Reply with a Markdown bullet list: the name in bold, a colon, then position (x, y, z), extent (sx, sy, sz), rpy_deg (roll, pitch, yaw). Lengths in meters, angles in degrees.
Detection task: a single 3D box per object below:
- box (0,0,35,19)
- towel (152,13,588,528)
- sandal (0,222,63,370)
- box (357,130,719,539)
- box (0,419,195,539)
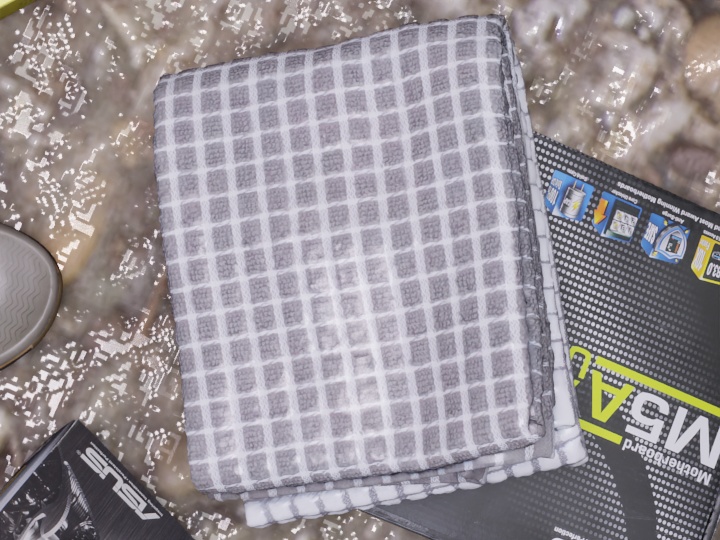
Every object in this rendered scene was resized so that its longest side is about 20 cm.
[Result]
- **box**: position (-0.181, -0.142, 0.782), extent (0.199, 0.050, 0.076), rpy_deg (-29, 96, -11)
- **towel**: position (0.000, 0.000, 0.762), extent (0.164, 0.086, 0.202), rpy_deg (-10, 78, 11)
- **sandal**: position (-0.229, -0.004, 0.766), extent (0.199, 0.055, 0.082), rpy_deg (20, 85, -11)
- **box**: position (0.090, 0.046, 0.839), extent (0.199, 0.048, 0.194), rpy_deg (24, 82, -9)
- **box**: position (-0.096, 0.180, 0.742), extent (0.048, 0.159, 0.200), rpy_deg (-39, 98, 27)
